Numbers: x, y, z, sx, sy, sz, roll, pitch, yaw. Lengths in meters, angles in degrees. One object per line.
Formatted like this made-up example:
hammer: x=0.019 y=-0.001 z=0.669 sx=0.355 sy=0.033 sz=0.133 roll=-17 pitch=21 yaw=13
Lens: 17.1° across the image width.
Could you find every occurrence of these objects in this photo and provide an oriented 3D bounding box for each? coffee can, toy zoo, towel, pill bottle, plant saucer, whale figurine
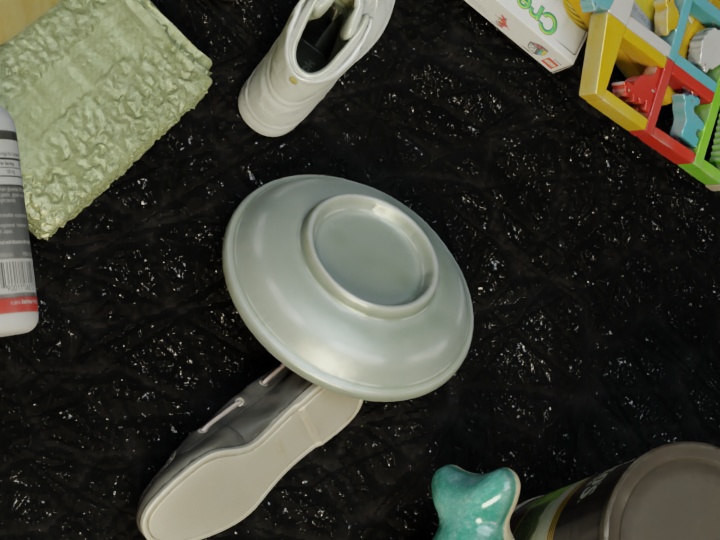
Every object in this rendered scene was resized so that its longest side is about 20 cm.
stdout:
coffee can: x=0.191 y=0.213 z=1.709 sx=0.146 sy=0.200 sz=0.147 roll=7 pitch=72 yaw=-22
toy zoo: x=0.241 y=-0.165 z=1.898 sx=0.200 sy=0.020 sz=0.131 roll=30 pitch=70 yaw=-35
towel: x=-0.211 y=-0.130 z=1.730 sx=0.148 sy=0.036 sz=0.200 roll=44 pitch=62 yaw=-7
pill bottle: x=-0.284 y=-0.051 z=1.614 sx=0.116 sy=0.116 sz=0.200 roll=-6 pitch=88 yaw=-25
plant saucer: x=0.000 y=0.000 z=1.738 sx=0.200 sy=0.050 sz=0.200 roll=16 pitch=48 yaw=-19
whale figurine: x=0.067 y=0.237 z=1.672 sx=0.104 sy=0.159 sz=0.200 roll=1 pitch=90 yaw=-44

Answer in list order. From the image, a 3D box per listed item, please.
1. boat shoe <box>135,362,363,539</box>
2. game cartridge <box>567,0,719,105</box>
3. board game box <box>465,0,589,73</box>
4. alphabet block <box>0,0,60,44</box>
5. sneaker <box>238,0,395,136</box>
boat shoe: x=-0.086 y=0.126 z=1.706 sx=0.200 sy=0.057 sz=0.067 roll=-35 pitch=126 yaw=-24
game cartridge: x=0.226 y=-0.262 z=1.920 sx=0.200 sy=0.032 sz=0.176 roll=48 pitch=60 yaw=-31
board game box: x=0.112 y=-0.265 z=1.891 sx=0.200 sy=0.035 sz=0.126 roll=37 pitch=64 yaw=-21
alphabet block: x=-0.244 y=-0.306 z=1.634 sx=0.196 sy=0.200 sz=0.195 roll=-42 pitch=79 yaw=-13
sneaker: x=-0.009 y=-0.195 z=1.792 sx=0.074 sy=0.116 sz=0.200 roll=35 pitch=62 yaw=-8
